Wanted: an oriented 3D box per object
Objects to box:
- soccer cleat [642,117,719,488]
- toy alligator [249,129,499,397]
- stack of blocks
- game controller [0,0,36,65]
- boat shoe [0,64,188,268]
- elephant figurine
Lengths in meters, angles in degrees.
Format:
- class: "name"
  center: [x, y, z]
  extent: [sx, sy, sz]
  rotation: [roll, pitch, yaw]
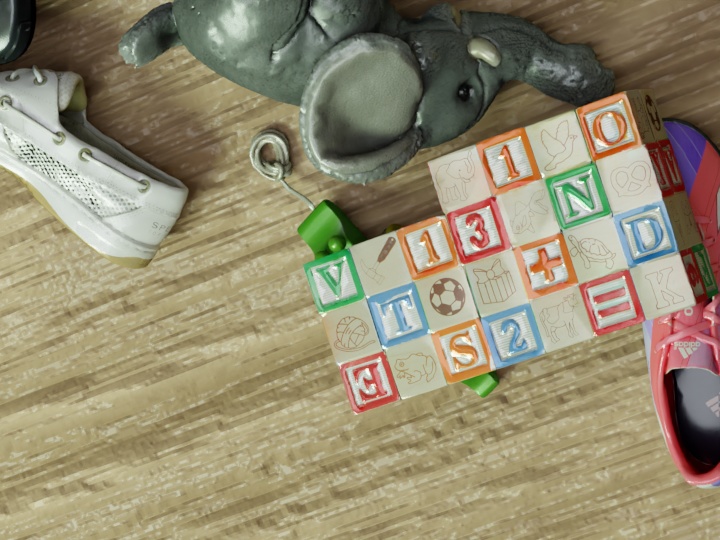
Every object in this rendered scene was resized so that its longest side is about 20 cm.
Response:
- class: "soccer cleat"
  center: [0.179, 0.019, 1.346]
  extent: [0.068, 0.073, 0.201]
  rotation: [-7, 98, 18]
- class: "toy alligator"
  center: [0.000, 0.000, 1.407]
  extent: [0.200, 0.054, 0.059]
  rotation: [46, 109, 4]
- class: "stack of blocks"
  center: [0.074, -0.009, 1.320]
  extent: [0.199, 0.059, 0.116]
  rotation: [-20, 88, 21]
- class: "game controller"
  center: [-0.231, -0.213, 1.385]
  extent: [0.104, 0.042, 0.201]
  rotation: [4, 101, 30]
- class: "boat shoe"
  center: [-0.183, -0.088, 1.442]
  extent: [0.200, 0.071, 0.069]
  rotation: [38, 105, 0]
- class: "elephant figurine"
  center: [0.007, -0.112, 1.354]
  extent: [0.200, 0.142, 0.155]
  rotation: [49, 139, -13]
